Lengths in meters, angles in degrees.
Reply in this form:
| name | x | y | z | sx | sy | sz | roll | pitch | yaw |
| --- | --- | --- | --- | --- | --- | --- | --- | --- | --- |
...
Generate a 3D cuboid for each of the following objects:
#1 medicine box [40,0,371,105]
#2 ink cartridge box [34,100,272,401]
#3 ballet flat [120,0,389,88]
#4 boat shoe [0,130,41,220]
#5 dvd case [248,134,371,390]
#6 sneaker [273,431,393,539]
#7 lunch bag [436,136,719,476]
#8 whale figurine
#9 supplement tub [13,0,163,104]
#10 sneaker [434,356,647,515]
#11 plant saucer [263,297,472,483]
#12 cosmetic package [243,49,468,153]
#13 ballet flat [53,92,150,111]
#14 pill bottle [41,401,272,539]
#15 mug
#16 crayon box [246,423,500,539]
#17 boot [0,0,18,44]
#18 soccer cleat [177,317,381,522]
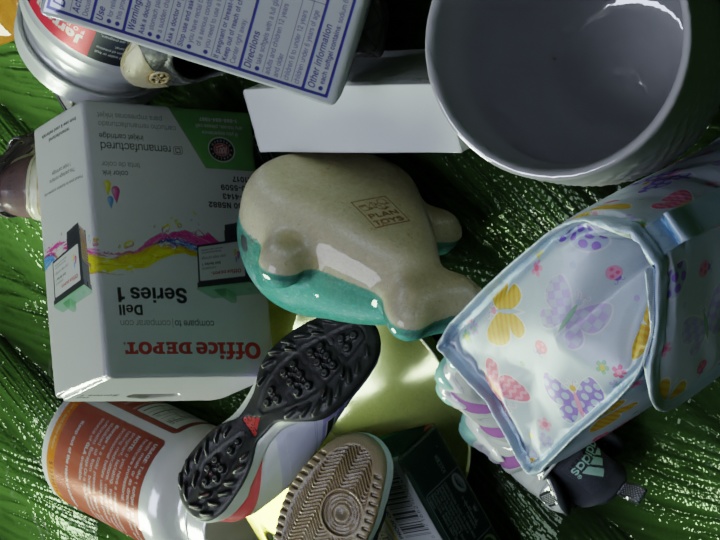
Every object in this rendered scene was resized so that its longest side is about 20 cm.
| name | x | y | z | sx | sy | sz | roll | pitch | yaw |
| --- | --- | --- | --- | --- | --- | --- | --- | --- | --- |
| medicine box | -0.079 | -0.228 | 1.327 | 0.198 | 0.103 | 0.183 | 18 | 111 | -1 |
| ink cartridge box | -0.148 | -0.012 | 1.532 | 0.084 | 0.144 | 0.202 | -20 | 72 | 53 |
| ballet flat | -0.076 | -0.155 | 1.441 | 0.198 | 0.066 | 0.057 | -12 | 67 | 21 |
| boat shoe | -0.251 | -0.078 | 1.656 | 0.064 | 0.200 | 0.073 | 5 | 103 | 1 |
| dvd case | -0.072 | 0.011 | 1.624 | 0.148 | 0.016 | 0.201 | -30 | 86 | 51 |
| sneaker | -0.011 | 0.203 | 1.502 | 0.070 | 0.108 | 0.201 | 28 | 105 | 28 |
| lunch bag | 0.169 | 0.011 | 1.224 | 0.127 | 0.169 | 0.200 | 53 | 139 | 11 |
| whale figurine | 0.000 | 0.000 | 1.408 | 0.200 | 0.158 | 0.104 | 41 | 131 | 41 |
| supplement tub | -0.162 | -0.223 | 1.500 | 0.141 | 0.140 | 0.200 | 51 | 139 | 17 |
| sneaker | 0.125 | 0.102 | 1.362 | 0.140 | 0.078 | 0.200 | 39 | 173 | 22 |
| plant saucer | 0.006 | 0.087 | 1.543 | 0.199 | 0.031 | 0.201 | 24 | 132 | 29 |
| cosmetic package | 0.019 | -0.111 | 1.401 | 0.199 | 0.082 | 0.051 | 4 | 113 | 49 |
| ballet flat | -0.189 | -0.118 | 1.618 | 0.201 | 0.068 | 0.068 | 60 | -177 | -3 |
| pill bottle | -0.161 | 0.169 | 1.734 | 0.199 | 0.112 | 0.113 | 21 | 124 | 42 |
| mug | 0.147 | -0.140 | 1.170 | 0.147 | 0.175 | 0.201 | 40 | 103 | 17 |
| crayon box | 0.007 | 0.191 | 1.557 | 0.199 | 0.051 | 0.128 | -17 | 106 | 48 |
| boot | -0.296 | -0.276 | 1.672 | 0.143 | 0.071 | 0.202 | -9 | 111 | 40 |
| soccer cleat | -0.048 | 0.104 | 1.516 | 0.200 | 0.073 | 0.068 | -48 | 61 | 19 |
